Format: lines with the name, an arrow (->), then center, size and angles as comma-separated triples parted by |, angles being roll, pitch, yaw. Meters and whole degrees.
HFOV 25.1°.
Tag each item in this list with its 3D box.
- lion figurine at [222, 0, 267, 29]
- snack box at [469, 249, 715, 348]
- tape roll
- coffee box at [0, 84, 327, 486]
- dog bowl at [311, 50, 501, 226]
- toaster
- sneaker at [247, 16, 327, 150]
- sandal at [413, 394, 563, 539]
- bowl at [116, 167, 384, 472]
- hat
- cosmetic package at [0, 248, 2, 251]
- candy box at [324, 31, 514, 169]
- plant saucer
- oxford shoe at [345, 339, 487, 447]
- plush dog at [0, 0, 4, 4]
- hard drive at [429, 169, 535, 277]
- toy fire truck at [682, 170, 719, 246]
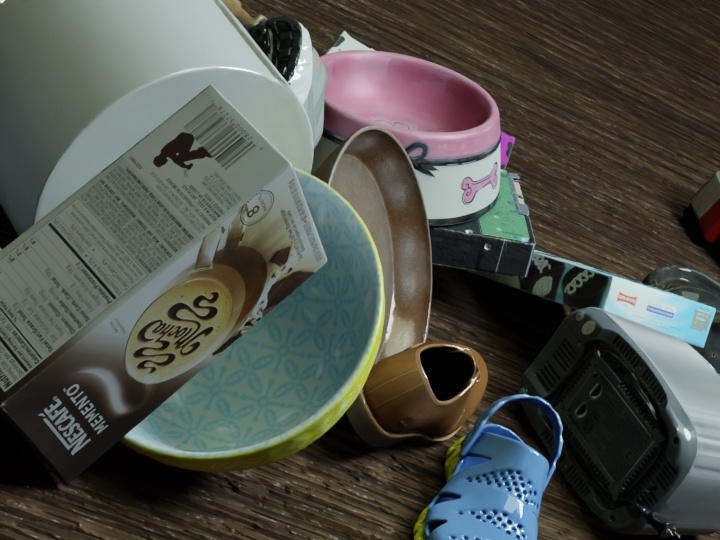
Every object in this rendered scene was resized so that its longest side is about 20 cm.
lion figurine -> -0.166, -0.214, 1.415 | 0.122, 0.073, 0.199 | 33, 28, 26
snack box -> 0.188, 0.015, 1.356 | 0.115, 0.037, 0.200 | 16, 3, -31
tape roll -> -0.149, -0.090, 1.065 | 0.202, 0.204, 0.139 | 6, 35, -43
coffee box -> -0.124, 0.009, 0.895 | 0.080, 0.200, 0.113 | 44, -13, 27
dog bowl -> 0.027, -0.116, 1.332 | 0.198, 0.074, 0.201 | 10, 28, -6
toaster -> 0.222, 0.122, 1.216 | 0.128, 0.114, 0.200 | 12, 31, -40
sneaker -> -0.065, -0.089, 1.218 | 0.073, 0.202, 0.079 | 3, -23, 32
sandal -> 0.090, 0.145, 1.058 | 0.079, 0.087, 0.200 | 30, 28, -8
bowl -> -0.077, 0.042, 0.995 | 0.200, 0.200, 0.108 | 46, -13, 26
hat -> 0.299, 0.047, 1.469 | 0.199, 0.081, 0.201 | 26, 25, -13
cosmetic package -> -0.299, -0.033, 0.912 | 0.200, 0.102, 0.074 | 46, 28, 22
candy box -> 0.040, -0.132, 1.512 | 0.199, 0.061, 0.137 | 33, 26, -2
plant saucer -> 0.000, 0.000, 1.139 | 0.034, 0.202, 0.200 | 0, 15, 23
oxford shoe -> 0.059, 0.079, 1.126 | 0.072, 0.071, 0.200 | 64, 21, 6
plush dog -> -0.288, -0.171, 1.141 | 0.199, 0.160, 0.173 | 19, 52, -27
hard drive -> 0.040, -0.055, 1.341 | 0.198, 0.038, 0.140 | 8, 29, -7
toy fire truck -> 0.472, -0.020, 1.758 | 0.175, 0.129, 0.201 | 17, 42, -31
